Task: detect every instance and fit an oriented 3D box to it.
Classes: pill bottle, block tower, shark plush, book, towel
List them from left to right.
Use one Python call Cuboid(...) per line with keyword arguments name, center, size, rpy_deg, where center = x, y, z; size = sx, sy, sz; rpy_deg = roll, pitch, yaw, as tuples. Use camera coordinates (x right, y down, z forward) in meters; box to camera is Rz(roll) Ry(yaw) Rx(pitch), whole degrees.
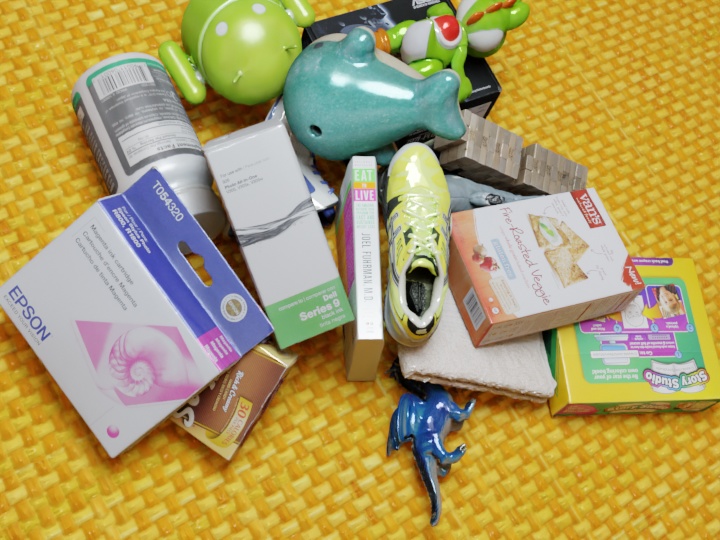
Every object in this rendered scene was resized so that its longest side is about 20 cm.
Cuboid(name="pill bottle", center=(-0.226, -0.121, 0.967), size=(0.112, 0.113, 0.202), rpy_deg=(-20, 73, -21))
Cuboid(name="book", center=(0.000, 0.000, 0.953), size=(0.047, 0.134, 0.203), rpy_deg=(0, 67, -4))
Cuboid(name="shark plush", center=(0.125, -0.068, 1.005), size=(0.198, 0.083, 0.092), rpy_deg=(14, 81, -27))
Cuboid(name="towel", center=(0.122, 0.069, 0.970), size=(0.197, 0.035, 0.134), rpy_deg=(12, 51, -27))
Cuboid(name="block tower", center=(0.178, -0.123, 1.056), size=(0.198, 0.058, 0.055), rpy_deg=(18, 76, -29))

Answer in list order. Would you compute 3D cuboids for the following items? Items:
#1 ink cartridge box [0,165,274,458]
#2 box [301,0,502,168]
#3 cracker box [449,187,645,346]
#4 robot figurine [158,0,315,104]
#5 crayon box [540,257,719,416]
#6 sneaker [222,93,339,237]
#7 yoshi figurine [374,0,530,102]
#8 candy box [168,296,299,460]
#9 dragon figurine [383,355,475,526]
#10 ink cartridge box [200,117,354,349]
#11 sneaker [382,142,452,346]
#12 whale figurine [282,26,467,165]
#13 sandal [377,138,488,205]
Cuboid(name="ink cartridge box", center=(-0.215, 0.040, 0.845), size=(0.199, 0.043, 0.197), rpy_deg=(-38, 88, 13))
Cuboid(name="box", center=(0.045, -0.236, 1.098), size=(0.198, 0.086, 0.165), rpy_deg=(-20, 72, -21))
Cuboid(name="cracker box", center=(0.192, -0.008, 0.978), size=(0.197, 0.058, 0.135), rpy_deg=(-11, 63, -22))
Cuboid(name="robot figurine", center=(-0.134, -0.257, 1.009), size=(0.174, 0.116, 0.200), rpy_deg=(-34, 35, -5))
Cuboid(name="crayon box", center=(0.305, 0.075, 1.038), size=(0.197, 0.058, 0.175), rpy_deg=(1, 67, -13))
Cuboid(name="sneaker", center=(-0.072, -0.107, 1.024), size=(0.114, 0.081, 0.202), rpy_deg=(22, 70, -7))
Cuboid(name="yoshi figurine", center=(0.100, -0.259, 1.037), size=(0.198, 0.114, 0.112), rpy_deg=(-25, 33, -8))
Cuboid(name="candy box", center=(-0.174, 0.079, 0.891), size=(0.199, 0.056, 0.118), rpy_deg=(34, 100, 3))
Cuboid(name="dragon figurine", center=(0.059, 0.166, 0.936), size=(0.098, 0.059, 0.202), rpy_deg=(19, 59, -2))
Cuboid(name="ink cartridge box", center=(-0.083, -0.044, 0.897), size=(0.083, 0.146, 0.203), rpy_deg=(-20, 104, -3))
Cuboid(name="sneaker", center=(0.062, -0.028, 0.884), size=(0.074, 0.076, 0.204), rpy_deg=(0, 83, -10))
Cuboid(name="whale figurine", center=(0.008, -0.167, 0.923), size=(0.198, 0.161, 0.104), rpy_deg=(13, 46, 27))
Cuboid(name="sandal", center=(0.095, -0.123, 1.071), size=(0.199, 0.057, 0.081), rpy_deg=(-16, 95, -27))
